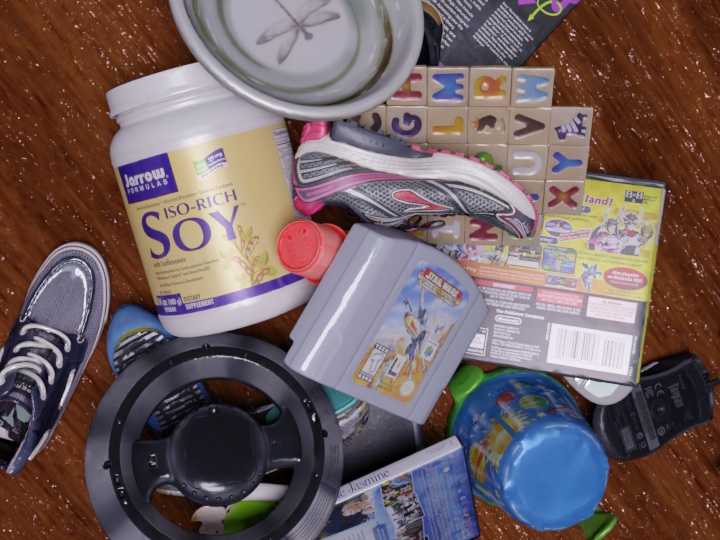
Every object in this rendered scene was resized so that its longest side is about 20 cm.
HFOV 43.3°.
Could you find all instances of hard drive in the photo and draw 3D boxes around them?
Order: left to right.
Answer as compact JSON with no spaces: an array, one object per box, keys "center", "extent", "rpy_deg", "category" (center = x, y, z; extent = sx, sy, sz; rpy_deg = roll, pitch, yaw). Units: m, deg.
[{"center":[-0.006,0.159,0.836],"extent":[0.134,0.042,0.202],"rpy_deg":[-8,98,-7],"category":"hard drive"}]

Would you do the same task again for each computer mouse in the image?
[{"center":[0.313,0.147,0.882],"extent":[0.199,0.046,0.141],"rpy_deg":[-25,95,-16],"category":"computer mouse"}]

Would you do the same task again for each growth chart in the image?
[{"center":[-0.091,0.254,0.790],"extent":[0.144,0.018,0.201],"rpy_deg":[4,123,-28],"category":"growth chart"}]

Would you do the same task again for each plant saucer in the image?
[{"center":[-0.051,-0.197,0.692],"extent":[0.199,0.050,0.202],"rpy_deg":[7,69,-19],"category":"plant saucer"}]

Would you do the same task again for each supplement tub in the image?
[{"center":[-0.119,-0.061,0.742],"extent":[0.144,0.145,0.201],"rpy_deg":[-16,99,-6],"category":"supplement tub"}]

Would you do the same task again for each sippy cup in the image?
[{"center":[0.155,0.165,0.816],"extent":[0.176,0.130,0.141],"rpy_deg":[11,95,-9],"category":"sippy cup"}]

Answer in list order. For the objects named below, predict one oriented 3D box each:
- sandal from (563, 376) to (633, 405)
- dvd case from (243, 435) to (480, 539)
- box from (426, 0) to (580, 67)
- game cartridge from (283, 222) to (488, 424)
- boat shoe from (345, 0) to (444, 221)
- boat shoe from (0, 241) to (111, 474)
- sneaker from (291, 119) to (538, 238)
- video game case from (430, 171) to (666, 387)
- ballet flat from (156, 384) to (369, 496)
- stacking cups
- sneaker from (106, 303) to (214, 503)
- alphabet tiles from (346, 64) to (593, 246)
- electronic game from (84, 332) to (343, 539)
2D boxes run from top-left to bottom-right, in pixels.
[{"center":[0.193,0.027,0.846],"extent":[0.082,0.050,0.203],"rpy_deg":[-31,86,6],"category":"sandal"},{"center":[0.007,0.230,0.793],"extent":[0.199,0.018,0.143],"rpy_deg":[-22,132,-9],"category":"dvd case"},{"center":[0.104,-0.243,0.809],"extent":[0.143,0.036,0.200],"rpy_deg":[43,91,-11],"category":"box"},{"center":[0.031,0.043,0.720],"extent":[0.134,0.041,0.200],"rpy_deg":[-57,144,1],"category":"game cartridge"},{"center":[0.025,-0.130,0.778],"extent":[0.074,0.062,0.201],"rpy_deg":[14,115,-1],"category":"boat shoe"},{"center":[-0.267,0.076,0.763],"extent":[0.074,0.093,0.201],"rpy_deg":[18,94,-10],"category":"boat shoe"},{"center":[0.043,-0.058,0.720],"extent":[0.199,0.081,0.075],"rpy_deg":[15,86,-3],"category":"sneaker"},{"center":[0.160,-0.001,0.813],"extent":[0.198,0.025,0.182],"rpy_deg":[8,90,9],"category":"video game case"},{"center":[-0.082,0.150,0.771],"extent":[0.199,0.072,0.073],"rpy_deg":[-21,99,-6],"category":"ballet flat"},{"center":[0.000,0.000,0.735],"extent":[0.060,0.200,0.061],"rpy_deg":[-3,84,25],"category":"stacking cups"},{"center":[-0.165,0.116,0.805],"extent":[0.066,0.078,0.201],"rpy_deg":[-26,119,-10],"category":"sneaker"},{"center":[0.088,-0.092,0.757],"extent":[0.198,0.006,0.167],"rpy_deg":[2,126,6],"category":"alphabet tiles"},{"center":[-0.111,0.143,0.704],"extent":[0.198,0.042,0.201],"rpy_deg":[5,63,-10],"category":"electronic game"}]
